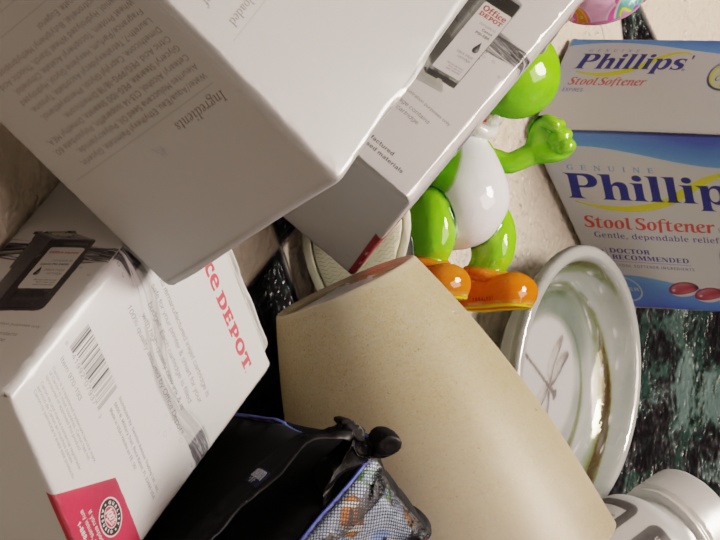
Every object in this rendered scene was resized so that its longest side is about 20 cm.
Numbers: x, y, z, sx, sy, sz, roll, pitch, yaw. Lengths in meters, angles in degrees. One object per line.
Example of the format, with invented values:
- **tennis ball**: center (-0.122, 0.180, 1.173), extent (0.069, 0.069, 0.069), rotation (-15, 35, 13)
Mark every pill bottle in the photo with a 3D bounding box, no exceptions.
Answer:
- **pill bottle**: center (0.171, 0.229, 1.961), extent (0.200, 0.114, 0.114), rotation (-31, 121, -30)

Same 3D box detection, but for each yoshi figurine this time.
- **yoshi figurine**: center (0.084, -0.077, 1.815), extent (0.112, 0.112, 0.201), rotation (52, 40, -80)

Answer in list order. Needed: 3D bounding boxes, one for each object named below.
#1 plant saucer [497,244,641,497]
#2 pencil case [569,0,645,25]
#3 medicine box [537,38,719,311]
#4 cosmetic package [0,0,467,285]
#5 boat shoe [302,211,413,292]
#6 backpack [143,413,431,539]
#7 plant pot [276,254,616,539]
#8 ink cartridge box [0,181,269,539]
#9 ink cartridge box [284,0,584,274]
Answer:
- **plant saucer**: center (0.140, 0.081, 2.009), extent (0.200, 0.050, 0.201), rotation (-9, 101, -59)
- **pencil case**: center (0.152, -0.273, 1.962), extent (0.088, 0.087, 0.200), rotation (-55, 138, -40)
- **medicine box**: center (0.249, -0.069, 2.047), extent (0.200, 0.182, 0.103), rotation (60, 44, -42)
- **cosmetic package**: center (-0.087, -0.135, 1.434), extent (0.200, 0.165, 0.165), rotation (46, 49, -13)
- **boat shoe**: center (0.000, 0.000, 1.776), extent (0.068, 0.072, 0.201), rotation (-129, -152, -80)
- **backpack**: center (-0.070, 0.181, 1.552), extent (0.190, 0.200, 0.154), rotation (-43, 113, -29)
- **plant pot**: center (0.029, 0.100, 1.682), extent (0.187, 0.187, 0.200), rotation (-32, 99, -53)
- **ink cartridge box**: center (-0.146, 0.055, 1.503), extent (0.200, 0.083, 0.146), rotation (-54, 136, -42)
- **ink cartridge box**: center (0.040, -0.113, 1.683), extent (0.200, 0.083, 0.147), rotation (-50, 179, -23)
